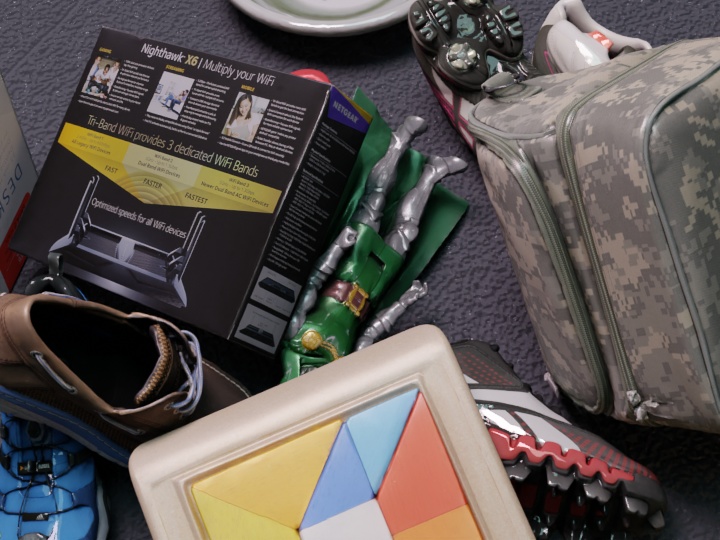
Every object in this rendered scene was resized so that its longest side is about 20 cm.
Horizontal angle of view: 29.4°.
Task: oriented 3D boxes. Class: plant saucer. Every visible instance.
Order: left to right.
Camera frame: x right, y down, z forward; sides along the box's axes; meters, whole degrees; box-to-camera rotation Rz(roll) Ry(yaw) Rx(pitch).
[{"bbox_3d":[-0.016,-0.237,1.040,0.198,0.050,0.201,-2,53,3],"label":"plant saucer"}]

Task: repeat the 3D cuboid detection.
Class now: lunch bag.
[{"bbox_3d":[0.152,-0.017,0.750,0.139,0.201,0.167,-33,22,-30],"label":"lunch bag"}]

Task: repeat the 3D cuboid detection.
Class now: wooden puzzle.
[{"bbox_3d":[-0.006,0.145,0.702,0.184,0.037,0.201,-23,70,-4],"label":"wooden puzzle"}]

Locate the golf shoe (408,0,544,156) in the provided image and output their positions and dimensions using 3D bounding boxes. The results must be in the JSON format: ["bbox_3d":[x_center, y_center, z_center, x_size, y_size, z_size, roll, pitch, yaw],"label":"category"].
[{"bbox_3d":[0.102,-0.099,0.910,0.077,0.088,0.201,-28,81,-9],"label":"golf shoe"}]

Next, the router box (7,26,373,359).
[{"bbox_3d":[-0.108,-0.053,0.843,0.199,0.052,0.158,20,85,35],"label":"router box"}]

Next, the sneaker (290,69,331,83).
[{"bbox_3d":[-0.058,-0.049,0.884,0.076,0.085,0.201,7,55,9],"label":"sneaker"}]

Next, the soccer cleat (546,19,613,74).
[{"bbox_3d":[0.167,-0.061,0.833,0.077,0.069,0.200,-38,100,12],"label":"soccer cleat"}]

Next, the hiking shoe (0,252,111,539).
[{"bbox_3d":[-0.185,0.095,0.784,0.074,0.087,0.201,-8,52,6],"label":"hiking shoe"}]

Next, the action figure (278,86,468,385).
[{"bbox_3d":[0.000,0.000,0.848,0.054,0.118,0.201,-7,50,54],"label":"action figure"}]

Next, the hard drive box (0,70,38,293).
[{"bbox_3d":[-0.270,-0.050,0.827,0.076,0.201,0.157,9,56,9],"label":"hard drive box"}]

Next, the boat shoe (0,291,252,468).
[{"bbox_3d":[-0.124,0.063,0.749,0.072,0.199,0.073,-20,61,39],"label":"boat shoe"}]

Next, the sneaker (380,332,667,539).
[{"bbox_3d":[0.082,0.090,0.783,0.199,0.071,0.098,17,48,8],"label":"sneaker"}]

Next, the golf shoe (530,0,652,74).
[{"bbox_3d":[0.183,-0.096,0.903,0.077,0.088,0.200,-35,61,-22],"label":"golf shoe"}]
